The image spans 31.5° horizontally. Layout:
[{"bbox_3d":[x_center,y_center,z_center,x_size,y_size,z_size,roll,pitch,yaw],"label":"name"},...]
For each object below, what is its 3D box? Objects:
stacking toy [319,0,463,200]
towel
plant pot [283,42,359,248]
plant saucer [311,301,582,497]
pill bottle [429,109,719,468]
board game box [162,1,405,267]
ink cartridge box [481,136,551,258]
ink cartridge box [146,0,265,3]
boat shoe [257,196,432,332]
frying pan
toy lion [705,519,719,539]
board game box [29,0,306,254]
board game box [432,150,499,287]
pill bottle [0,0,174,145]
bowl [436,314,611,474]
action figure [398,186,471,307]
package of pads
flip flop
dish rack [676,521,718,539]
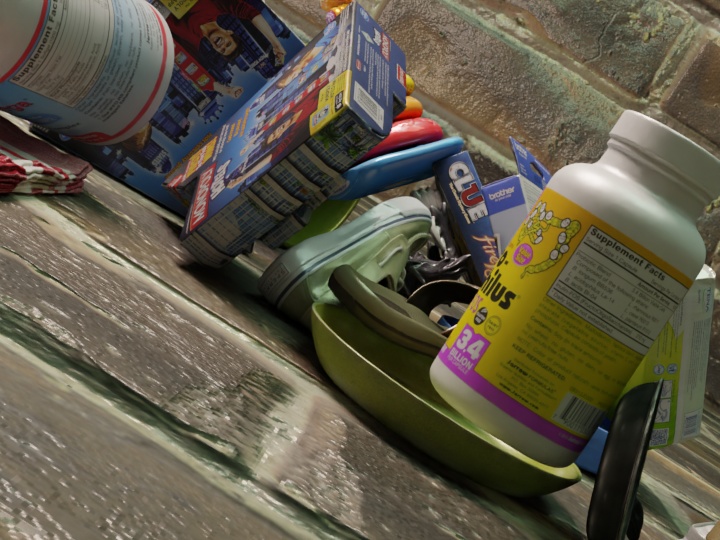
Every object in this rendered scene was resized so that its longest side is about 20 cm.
[{"bbox_3d":[0.001,-0.170,1.134,0.116,0.109,0.201,-22,-94,66],"label":"stacking toy"},{"bbox_3d":[-0.251,-0.092,0.764,0.144,0.023,0.200,32,6,3],"label":"towel"},{"bbox_3d":[-0.109,-0.147,1.266,0.193,0.201,0.200,22,1,27],"label":"plant pot"},{"bbox_3d":[0.047,0.086,0.805,0.200,0.031,0.200,31,5,-3],"label":"plant saucer"},{"bbox_3d":[0.133,0.009,0.757,0.104,0.200,0.104,32,5,-3],"label":"pill bottle"},{"bbox_3d":[-0.061,-0.078,0.914,0.062,0.200,0.200,44,23,-21],"label":"board game box"},{"bbox_3d":[0.148,0.001,1.040,0.119,0.042,0.201,20,56,-63],"label":"ink cartridge box"},{"bbox_3d":[-0.179,-0.200,1.123,0.145,0.200,0.085,-126,-168,-75],"label":"ink cartridge box"},{"bbox_3d":[0.000,0.000,0.952,0.062,0.072,0.200,50,37,10],"label":"boat shoe"},{"bbox_3d":[0.164,0.119,0.775,0.031,0.115,0.190,14,0,15],"label":"frying pan"},{"bbox_3d":[0.221,0.209,0.587,0.192,0.069,0.200,41,8,16],"label":"toy lion"},{"bbox_3d":[-0.126,-0.122,1.041,0.200,0.200,0.062,45,2,-19],"label":"board game box"},{"bbox_3d":[0.112,-0.011,1.171,0.200,0.035,0.136,66,3,-73],"label":"board game box"},{"bbox_3d":[-0.219,-0.156,0.819,0.109,0.109,0.200,35,8,31],"label":"pill bottle"},{"bbox_3d":[0.144,0.108,1.089,0.200,0.039,0.201,32,6,-4],"label":"bowl"},{"bbox_3d":[0.035,-0.005,1.107,0.102,0.119,0.200,64,4,10],"label":"action figure"},{"bbox_3d":[0.224,0.040,1.098,0.068,0.155,0.200,-7,21,-19],"label":"package of pads"},{"bbox_3d":[0.060,0.032,0.890,0.200,0.058,0.081,28,7,-39],"label":"flip flop"},{"bbox_3d":[0.317,0.234,0.931,0.171,0.044,0.200,36,8,26],"label":"dish rack"}]
